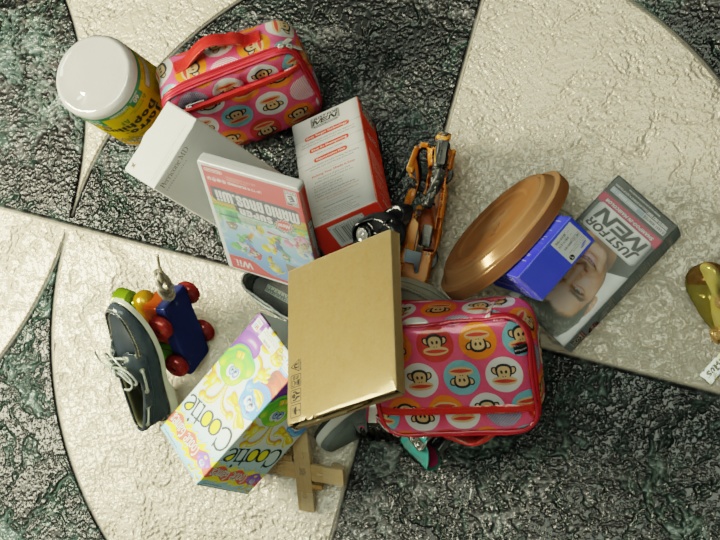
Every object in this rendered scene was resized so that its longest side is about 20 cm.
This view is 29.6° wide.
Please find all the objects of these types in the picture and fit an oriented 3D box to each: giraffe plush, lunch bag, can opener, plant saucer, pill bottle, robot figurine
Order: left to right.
[{"bbox_3d":[-0.311,-0.231,1.822,0.113,0.200,0.113,-3,79,16],"label":"pill bottle"},{"bbox_3d":[-0.161,-0.246,1.780,0.200,0.176,0.082,-20,57,6],"label":"lunch bag"},{"bbox_3d":[0.000,0.000,1.661,0.063,0.079,0.200,57,129,28],"label":"can opener"},{"bbox_3d":[0.079,-0.076,1.708,0.058,0.145,0.200,10,94,4],"label":"robot figurine"},{"bbox_3d":[0.113,0.124,1.589,0.200,0.082,0.177,-4,111,16],"label":"lunch bag"},{"bbox_3d":[0.169,-0.047,1.649,0.032,0.200,0.200,42,95,-12],"label":"plant saucer"},{"bbox_3d":[0.447,0.036,1.562,0.172,0.162,0.200,25,88,19],"label":"giraffe plush"}]

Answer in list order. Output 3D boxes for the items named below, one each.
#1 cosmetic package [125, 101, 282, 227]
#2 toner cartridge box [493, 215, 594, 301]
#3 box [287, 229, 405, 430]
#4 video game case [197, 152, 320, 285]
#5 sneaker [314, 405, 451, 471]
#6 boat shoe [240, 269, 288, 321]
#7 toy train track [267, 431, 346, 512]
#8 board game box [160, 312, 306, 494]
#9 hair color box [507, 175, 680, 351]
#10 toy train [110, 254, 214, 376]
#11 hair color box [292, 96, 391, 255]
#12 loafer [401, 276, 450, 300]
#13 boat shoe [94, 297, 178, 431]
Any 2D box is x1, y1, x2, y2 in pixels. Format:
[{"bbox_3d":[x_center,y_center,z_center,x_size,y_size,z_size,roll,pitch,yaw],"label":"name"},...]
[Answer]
[{"bbox_3d":[-0.188,-0.120,1.760,0.085,0.200,0.108,33,92,47],"label":"cosmetic package"},{"bbox_3d":[0.204,-0.021,1.627,0.043,0.200,0.095,43,87,-10],"label":"toner cartridge box"},{"bbox_3d":[-0.019,0.068,1.560,0.163,0.021,0.200,-22,56,34],"label":"box"},{"bbox_3d":[-0.119,-0.055,1.685,0.143,0.200,0.017,17,55,22],"label":"video game case"},{"bbox_3d":[0.048,0.203,1.701,0.200,0.084,0.121,-33,66,11],"label":"sneaker"},{"bbox_3d":[-0.066,0.048,1.767,0.199,0.068,0.074,31,90,20],"label":"boat shoe"},{"bbox_3d":[-0.105,0.247,1.760,0.200,0.033,0.115,6,112,24],"label":"toy train track"},{"bbox_3d":[-0.133,0.167,1.691,0.200,0.103,0.105,-49,55,13],"label":"board game box"},{"bbox_3d":[0.287,-0.007,1.674,0.099,0.061,0.200,44,95,19],"label":"hair color box"},{"bbox_3d":[-0.277,0.043,1.776,0.115,0.200,0.085,10,46,27],"label":"toy train"},{"bbox_3d":[-0.023,-0.121,1.742,0.101,0.061,0.200,-23,47,14],"label":"hair color box"},{"bbox_3d":[0.100,0.074,1.657,0.200,0.070,0.070,31,108,-21],"label":"loafer"},{"bbox_3d":[-0.295,0.124,1.763,0.075,0.200,0.062,29,54,37],"label":"boat shoe"}]
